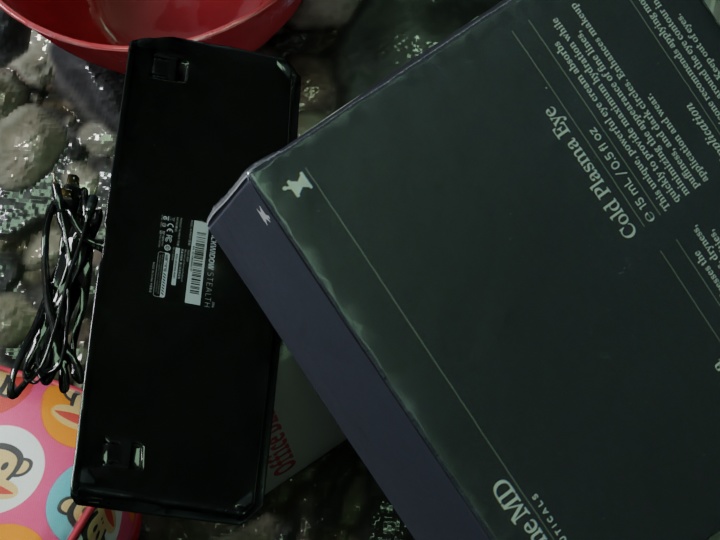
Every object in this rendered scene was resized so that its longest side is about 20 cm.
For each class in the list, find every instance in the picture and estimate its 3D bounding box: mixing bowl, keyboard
[{"bbox_3d":[-0.099,-0.173,0.870,0.198,0.109,0.202,-2,67,4],"label":"mixing bowl"},{"bbox_3d":[-0.083,0.000,0.690,0.103,0.040,0.202,11,66,-15],"label":"keyboard"}]

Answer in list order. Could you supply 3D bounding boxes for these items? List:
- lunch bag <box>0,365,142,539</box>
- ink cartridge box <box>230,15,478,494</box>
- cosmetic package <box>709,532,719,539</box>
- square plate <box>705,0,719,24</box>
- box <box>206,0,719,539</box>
[{"bbox_3d":[-0.211,0.119,0.754,0.198,0.082,0.177,16,51,15],"label":"lunch bag"},{"bbox_3d":[0.000,0.000,0.772,0.199,0.146,0.088,-36,69,-9],"label":"ink cartridge box"},{"bbox_3d":[0.122,0.151,0.723,0.090,0.107,0.201,-26,70,-7],"label":"cosmetic package"},{"bbox_3d":[0.172,-0.128,0.742,0.028,0.198,0.202,11,87,1],"label":"square plate"},{"bbox_3d":[0.074,0.006,0.641,0.181,0.104,0.201,-34,90,-17],"label":"box"}]
